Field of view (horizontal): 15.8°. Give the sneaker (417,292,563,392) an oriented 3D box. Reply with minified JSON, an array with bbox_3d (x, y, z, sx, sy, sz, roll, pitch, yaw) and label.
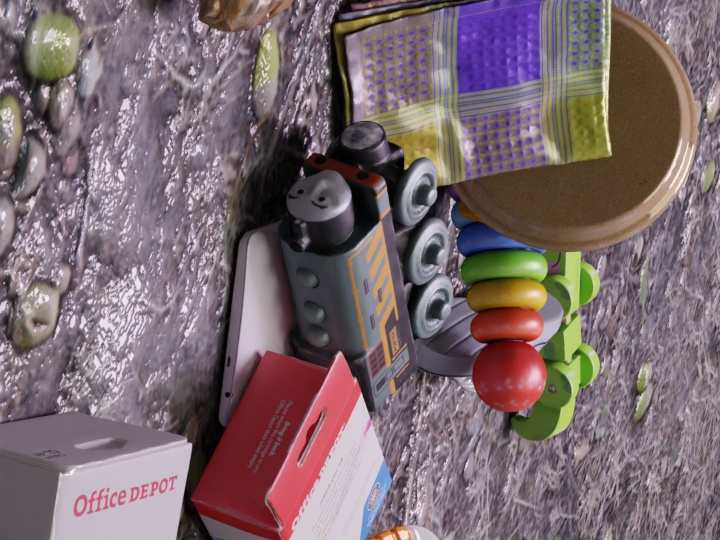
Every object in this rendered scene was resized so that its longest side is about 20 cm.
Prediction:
[{"bbox_3d":[0.090,0.063,1.986,0.200,0.073,0.071,-12,136,-56],"label":"sneaker"}]

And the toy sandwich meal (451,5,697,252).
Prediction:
[{"bbox_3d":[0.137,-0.101,1.842,0.070,0.205,0.205,94,14,-79],"label":"toy sandwich meal"}]

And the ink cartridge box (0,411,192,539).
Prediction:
[{"bbox_3d":[-0.172,0.185,1.395,0.148,0.086,0.200,-6,106,-66],"label":"ink cartridge box"}]

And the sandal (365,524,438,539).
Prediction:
[{"bbox_3d":[-0.019,0.228,1.840,0.207,0.059,0.079,-8,94,-45],"label":"sandal"}]

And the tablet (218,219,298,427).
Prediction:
[{"bbox_3d":[-0.039,0.024,1.723,0.200,0.014,0.130,-21,122,-64],"label":"tablet"}]

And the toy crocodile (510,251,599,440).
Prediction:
[{"bbox_3d":[0.161,0.049,2.176,0.068,0.062,0.200,-37,131,-57],"label":"toy crocodile"}]

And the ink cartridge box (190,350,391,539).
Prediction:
[{"bbox_3d":[-0.045,0.133,1.675,0.116,0.067,0.200,-64,159,-24],"label":"ink cartridge box"}]

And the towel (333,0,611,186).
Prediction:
[{"bbox_3d":[0.077,-0.123,1.746,0.023,0.200,0.144,-124,-152,-58],"label":"towel"}]

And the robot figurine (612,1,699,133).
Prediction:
[{"bbox_3d":[0.164,-0.142,1.954,0.200,0.058,0.145,47,45,-11],"label":"robot figurine"}]

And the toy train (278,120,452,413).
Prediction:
[{"bbox_3d":[0.000,0.000,1.687,0.114,0.085,0.200,-49,146,-33],"label":"toy train"}]

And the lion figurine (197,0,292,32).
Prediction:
[{"bbox_3d":[-0.038,-0.201,1.525,0.200,0.072,0.123,-17,125,-70],"label":"lion figurine"}]

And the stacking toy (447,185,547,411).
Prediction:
[{"bbox_3d":[0.108,0.004,1.896,0.085,0.085,0.200,27,58,-68],"label":"stacking toy"}]
